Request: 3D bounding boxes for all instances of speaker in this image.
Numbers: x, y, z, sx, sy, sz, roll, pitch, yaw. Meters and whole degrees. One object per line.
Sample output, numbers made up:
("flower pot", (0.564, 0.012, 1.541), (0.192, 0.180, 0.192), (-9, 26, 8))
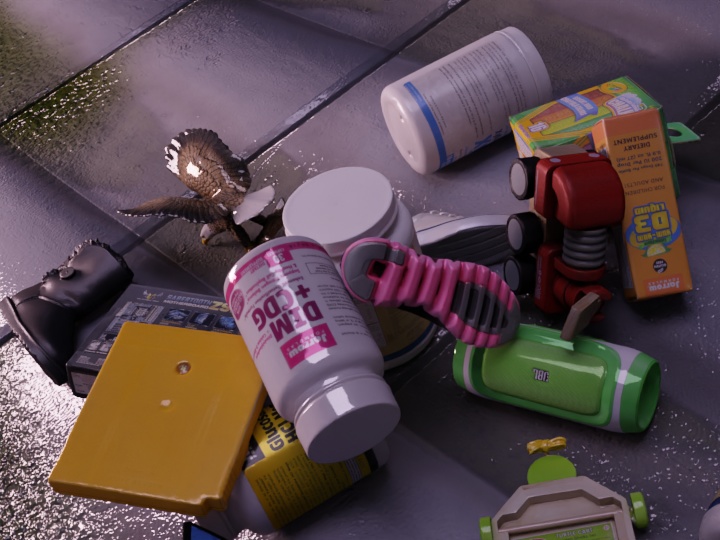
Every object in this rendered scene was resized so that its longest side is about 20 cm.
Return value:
("speaker", (0.199, 0.105, 1.110), (0.199, 0.089, 0.089), (12, 50, 31))

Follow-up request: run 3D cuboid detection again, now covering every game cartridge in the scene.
("game cartridge", (-0.188, 0.143, 1.072), (0.175, 0.033, 0.200), (6, 50, 14))

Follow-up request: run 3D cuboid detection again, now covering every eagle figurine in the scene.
("eagle figurine", (-0.201, -0.089, 1.423), (0.151, 0.200, 0.152), (-56, 1, 15))

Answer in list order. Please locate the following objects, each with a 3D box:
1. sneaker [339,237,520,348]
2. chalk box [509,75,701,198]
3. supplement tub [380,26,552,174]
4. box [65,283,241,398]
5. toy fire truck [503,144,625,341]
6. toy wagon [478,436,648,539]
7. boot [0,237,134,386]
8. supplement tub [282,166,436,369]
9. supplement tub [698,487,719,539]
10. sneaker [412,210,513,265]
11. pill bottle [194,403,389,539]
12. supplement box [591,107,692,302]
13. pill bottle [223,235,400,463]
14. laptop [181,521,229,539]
("sneaker", (0.066, 0.018, 1.091), (0.079, 0.199, 0.095), (-67, 15, -3))
("chalk box", (0.298, -0.143, 1.290), (0.199, 0.124, 0.125), (-21, 27, 0))
("supplement tub", (0.140, -0.226, 1.450), (0.199, 0.132, 0.132), (-27, 42, -8))
("box", (-0.198, 0.089, 1.199), (0.199, 0.051, 0.158), (8, 37, 15))
("toy fire truck", (0.223, -0.020, 1.131), (0.128, 0.177, 0.200), (-8, 26, -18))
("toy wagon", (0.189, 0.244, 1.001), (0.154, 0.040, 0.200), (-11, 41, 9))
("boot", (-0.366, 0.043, 1.395), (0.168, 0.077, 0.200), (-38, 38, -14))
("supplement tub", (0.000, 0.000, 1.209), (0.144, 0.200, 0.145), (-11, 42, 10))
("supplement tub", (0.388, 0.182, 0.912), (0.144, 0.145, 0.200), (18, 53, 34))
("sneaker", (0.099, -0.044, 1.315), (0.199, 0.073, 0.071), (-10, 46, 11))
("pill bottle", (-0.080, 0.194, 1.099), (0.200, 0.113, 0.112), (-30, 42, -11))
("supplement box", (0.305, -0.069, 1.176), (0.066, 0.201, 0.069), (-11, 0, 1))
("pill bottle", (-0.046, 0.074, 1.035), (0.113, 0.114, 0.200), (-25, 58, -7))
("laptop", (-0.053, 0.308, 0.960), (0.199, 0.104, 0.178), (-8, 43, 3))
